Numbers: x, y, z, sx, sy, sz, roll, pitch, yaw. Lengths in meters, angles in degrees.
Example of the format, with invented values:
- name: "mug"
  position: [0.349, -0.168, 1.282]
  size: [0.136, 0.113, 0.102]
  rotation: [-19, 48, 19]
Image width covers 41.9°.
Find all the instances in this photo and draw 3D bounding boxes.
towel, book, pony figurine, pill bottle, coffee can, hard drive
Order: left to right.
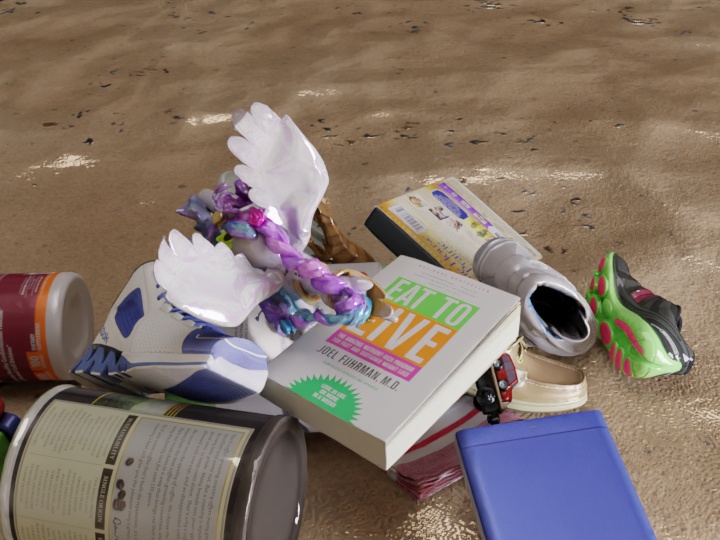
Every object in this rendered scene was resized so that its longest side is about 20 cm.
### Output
- name: "pill bottle"
  position: [-0.393, 0.060, 0.984]
  size: [0.199, 0.115, 0.114]
  rotation: [-2, 31, 2]
- name: "coffee can"
  position: [-0.158, 0.175, 0.748]
  size: [0.199, 0.147, 0.147]
  rotation: [6, 33, 14]
- name: "pony figurine"
  position: [-0.078, -0.020, 0.768]
  size: [0.167, 0.193, 0.200]
  rotation: [-58, 30, -10]
- name: "book"
  position: [0.028, 0.068, 0.797]
  size: [0.133, 0.048, 0.200]
  rotation: [24, 45, 29]
- name: "towel"
  position: [0.050, 0.133, 0.921]
  size: [0.144, 0.023, 0.200]
  rotation: [-22, 36, -30]
- name: "hard drive"
  position: [0.162, 0.205, 0.747]
  size: [0.131, 0.025, 0.201]
  rotation: [-7, 45, -7]

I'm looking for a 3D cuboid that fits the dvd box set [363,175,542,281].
- name: "dvd box set"
  position: [0.105, -0.031, 1.013]
  size: [0.146, 0.029, 0.200]
  rotation: [42, 30, 12]

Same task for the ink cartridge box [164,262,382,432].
- name: "ink cartridge box"
  position: [-0.074, 0.074, 0.890]
  size: [0.199, 0.084, 0.146]
  rotation: [-2, 50, 0]

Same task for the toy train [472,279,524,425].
- name: "toy train"
  position: [0.122, 0.097, 0.861]
  size: [0.046, 0.034, 0.201]
  rotation: [-11, 69, -4]

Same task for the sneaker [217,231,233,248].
- name: "sneaker"
  position: [-0.144, 0.010, 1.083]
  size: [0.074, 0.084, 0.200]
  rotation: [-26, 29, 1]

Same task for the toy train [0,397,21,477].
- name: "toy train"
  position: [-0.412, 0.165, 0.860]
  size: [0.199, 0.085, 0.116]
  rotation: [10, 47, 19]

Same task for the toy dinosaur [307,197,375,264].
- name: "toy dinosaur"
  position: [0.000, 0.000, 0.992]
  size: [0.106, 0.200, 0.061]
  rotation: [-9, 50, 49]

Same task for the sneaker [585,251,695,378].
- name: "sneaker"
  position: [0.294, 0.052, 1.003]
  size: [0.083, 0.077, 0.200]
  rotation: [12, 32, -12]

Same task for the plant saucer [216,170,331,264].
- name: "plant saucer"
  position: [-0.076, -0.054, 1.086]
  size: [0.050, 0.200, 0.200]
  rotation: [-44, 30, 14]

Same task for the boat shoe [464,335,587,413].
- name: "boat shoe"
  position: [0.129, 0.087, 0.918]
  size: [0.199, 0.067, 0.074]
  rotation: [10, 21, -1]

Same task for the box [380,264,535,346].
- name: "box"
  position: [0.088, 0.037, 1.046]
  size: [0.199, 0.037, 0.145]
  rotation: [0, 27, -3]

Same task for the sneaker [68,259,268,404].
- name: "sneaker"
  position: [-0.161, 0.045, 0.790]
  size: [0.199, 0.080, 0.116]
  rotation: [-5, 61, 40]

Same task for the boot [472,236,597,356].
- name: "boot"
  position: [0.190, 0.048, 0.916]
  size: [0.074, 0.200, 0.096]
  rotation: [-49, 38, 7]
